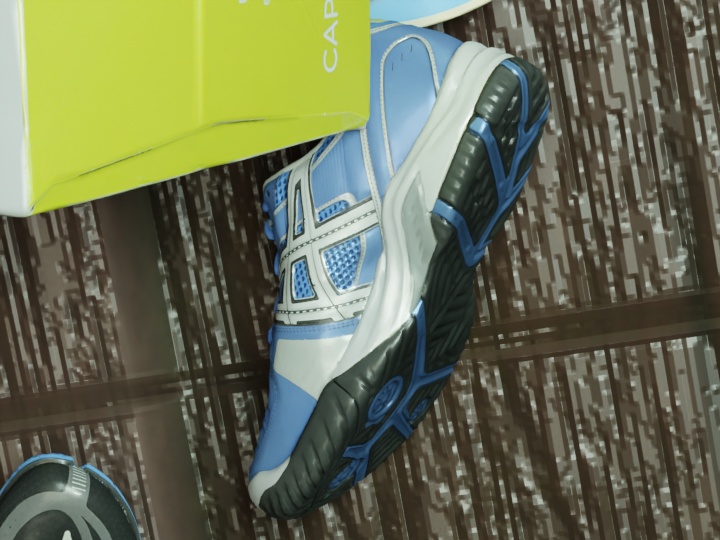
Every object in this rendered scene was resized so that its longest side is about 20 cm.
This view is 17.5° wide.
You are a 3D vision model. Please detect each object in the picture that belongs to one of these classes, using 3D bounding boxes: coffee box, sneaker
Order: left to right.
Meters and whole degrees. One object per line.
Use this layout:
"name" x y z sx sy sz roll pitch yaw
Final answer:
"coffee box" -0.126 -0.136 0.762 0.198 0.200 0.200 6 103 30
"sneaker" -0.131 0.170 0.897 0.071 0.083 0.200 17 91 -7
"sneaker" 0.000 0.000 0.864 0.077 0.076 0.200 30 108 22

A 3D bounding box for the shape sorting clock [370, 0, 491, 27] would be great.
"shape sorting clock" 0.000 -0.185 0.840 0.200 0.039 0.200 2 100 9
